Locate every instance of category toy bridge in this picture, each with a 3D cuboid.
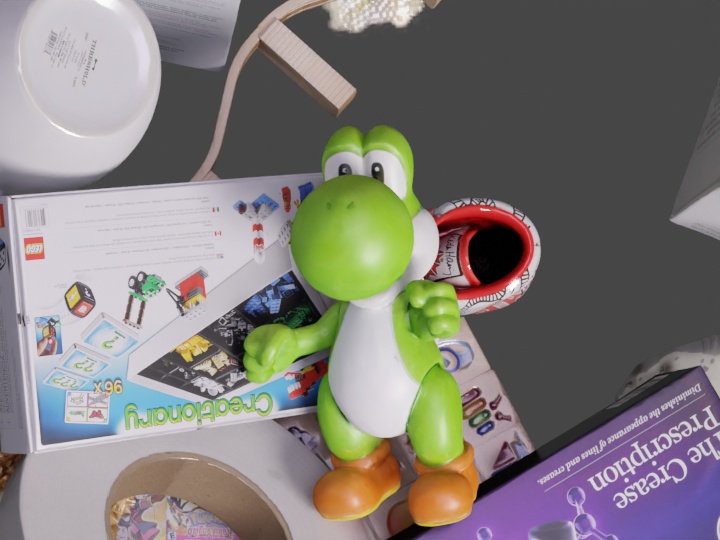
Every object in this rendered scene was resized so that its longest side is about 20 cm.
[{"bbox_3d":[-0.032,-0.117,1.435,0.067,0.027,0.200,41,80,1],"label":"toy bridge"}]

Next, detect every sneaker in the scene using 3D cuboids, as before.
[{"bbox_3d":[0.000,-0.001,1.382,0.200,0.108,0.068,-6,83,-7],"label":"sneaker"}]

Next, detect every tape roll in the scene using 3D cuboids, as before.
[{"bbox_3d":[-0.086,0.145,1.280,0.202,0.037,0.203,20,42,-19],"label":"tape roll"}]

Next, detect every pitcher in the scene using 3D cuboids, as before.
[{"bbox_3d":[-0.192,-0.071,1.312,0.121,0.200,0.172,20,74,-31],"label":"pitcher"}]

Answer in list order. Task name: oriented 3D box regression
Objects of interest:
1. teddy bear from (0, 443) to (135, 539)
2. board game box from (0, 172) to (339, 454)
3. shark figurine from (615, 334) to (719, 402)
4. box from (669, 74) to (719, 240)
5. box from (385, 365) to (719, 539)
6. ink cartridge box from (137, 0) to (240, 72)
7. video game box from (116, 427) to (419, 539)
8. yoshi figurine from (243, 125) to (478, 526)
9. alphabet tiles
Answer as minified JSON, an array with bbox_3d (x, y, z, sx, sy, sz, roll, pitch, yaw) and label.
[{"bbox_3d":[-0.212,0.088,1.349,0.144,0.067,0.201,-26,68,-3],"label":"teddy bear"},{"bbox_3d":[-0.096,0.019,1.288,0.199,0.035,0.127,-5,92,-39],"label":"board game box"},{"bbox_3d":[0.267,0.079,1.421,0.214,0.089,0.128,34,114,7],"label":"shark figurine"},{"bbox_3d":[0.298,-0.064,1.377,0.198,0.200,0.131,23,80,-4],"label":"box"},{"bbox_3d":[0.124,0.161,1.344,0.199,0.079,0.142,-30,91,-13],"label":"box"},{"bbox_3d":[-0.158,-0.169,1.341,0.195,0.200,0.044,12,75,-5],"label":"ink cartridge box"},{"bbox_3d":[-0.054,0.177,1.385,0.199,0.047,0.183,6,84,-6],"label":"video game box"},{"bbox_3d":[0.003,0.031,1.266,0.112,0.112,0.201,-12,104,-19],"label":"yoshi figurine"},{"bbox_3d":[0.032,0.151,1.374,0.167,0.008,0.201,-28,87,-11],"label":"alphabet tiles"}]
